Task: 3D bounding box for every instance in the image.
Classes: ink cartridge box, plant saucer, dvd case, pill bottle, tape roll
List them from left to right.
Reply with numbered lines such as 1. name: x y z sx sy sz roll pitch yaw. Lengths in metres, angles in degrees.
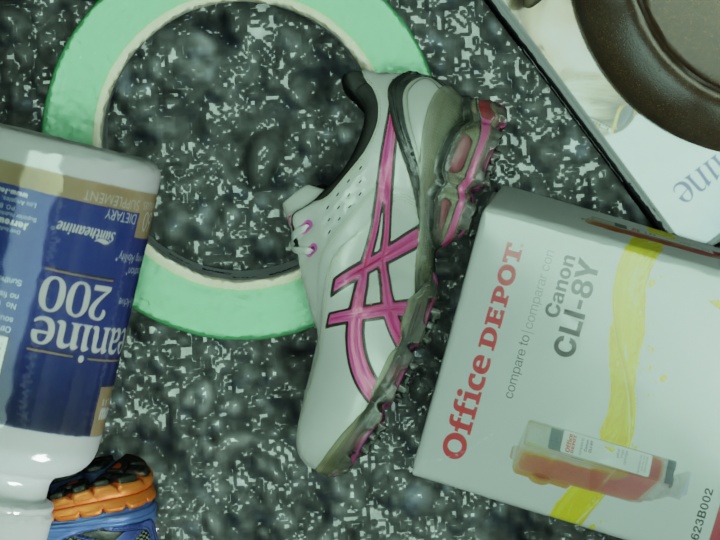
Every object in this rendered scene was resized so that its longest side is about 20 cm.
1. pill bottle: -0.169 0.033 1.290 0.111 0.111 0.200 13 92 -5
2. tape roll: -0.060 -0.066 1.369 0.200 0.048 0.201 0 96 -4
3. ink cartridge box: 0.140 0.057 1.350 0.200 0.083 0.145 16 100 6
4. dvd case: 0.165 -0.122 1.391 0.143 0.018 0.200 -38 97 0
5. plant saucer: 0.206 -0.157 1.366 0.200 0.032 0.200 0 95 -4

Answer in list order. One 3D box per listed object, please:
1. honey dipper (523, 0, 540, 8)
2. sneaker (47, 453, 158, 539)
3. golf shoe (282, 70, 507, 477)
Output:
1. honey dipper: 0.031 -0.216 1.355 0.038 0.038 0.200 -42 88 1
2. sneaker: -0.193 0.158 1.372 0.200 0.075 0.079 -16 99 0
3. golf shoe: 0.000 0.000 1.323 0.092 0.073 0.200 20 84 2
